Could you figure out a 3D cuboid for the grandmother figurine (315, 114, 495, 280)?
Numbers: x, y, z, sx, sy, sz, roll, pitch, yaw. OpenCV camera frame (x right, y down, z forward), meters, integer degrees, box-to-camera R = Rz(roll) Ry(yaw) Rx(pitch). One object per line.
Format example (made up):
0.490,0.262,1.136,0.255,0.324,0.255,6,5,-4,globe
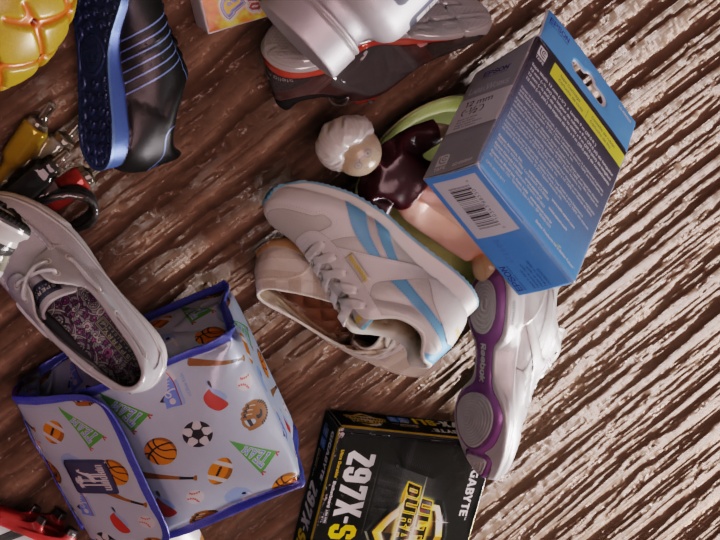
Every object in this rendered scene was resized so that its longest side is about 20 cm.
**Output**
0.047,-0.073,1.328,0.200,0.061,0.121,28,89,-29,grandmother figurine

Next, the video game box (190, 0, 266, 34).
-0.063,-0.307,1.242,0.182,0.047,0.200,-18,114,-11,video game box

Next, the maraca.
-0.256,-0.208,1.162,0.107,0.137,0.200,44,98,-1,maraca

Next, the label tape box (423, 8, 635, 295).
0.148,-0.101,1.335,0.143,0.066,0.200,48,47,-26,label tape box

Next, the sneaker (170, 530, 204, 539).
-0.218,0.292,1.390,0.200,0.073,0.085,-37,119,-3,sneaker

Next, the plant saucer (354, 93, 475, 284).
0.083,-0.061,1.393,0.200,0.031,0.200,-7,111,-17,plant saucer

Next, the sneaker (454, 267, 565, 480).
0.142,0.092,1.411,0.100,0.075,0.200,-4,108,-35,sneaker

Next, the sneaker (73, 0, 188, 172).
-0.176,-0.177,1.243,0.078,0.070,0.200,-7,107,-42,sneaker

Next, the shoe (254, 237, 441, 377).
-0.012,0.046,1.373,0.200,0.053,0.070,33,125,-22,shoe

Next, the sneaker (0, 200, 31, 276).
-0.344,-0.033,1.107,0.200,0.076,0.115,32,94,-19,sneaker

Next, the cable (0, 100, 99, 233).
-0.290,-0.042,1.267,0.200,0.050,0.097,-36,115,8,cable

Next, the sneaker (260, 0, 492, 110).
0.011,-0.182,1.314,0.200,0.077,0.082,-13,140,-14,sneaker

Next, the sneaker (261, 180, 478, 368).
0.000,0.000,1.307,0.200,0.077,0.081,35,64,-3,sneaker

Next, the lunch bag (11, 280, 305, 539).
-0.169,0.133,1.326,0.200,0.124,0.170,-20,115,3,lunch bag

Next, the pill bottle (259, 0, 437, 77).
0.020,-0.246,1.208,0.200,0.111,0.111,-46,117,-2,pill bottle

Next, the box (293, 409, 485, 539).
0.024,0.233,1.471,0.160,0.049,0.200,9,106,-21,box

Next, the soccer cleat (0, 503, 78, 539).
-0.332,0.224,1.328,0.200,0.069,0.085,24,96,-30,soccer cleat

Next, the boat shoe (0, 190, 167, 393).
-0.231,0.019,1.211,0.072,0.069,0.200,-38,92,4,boat shoe
